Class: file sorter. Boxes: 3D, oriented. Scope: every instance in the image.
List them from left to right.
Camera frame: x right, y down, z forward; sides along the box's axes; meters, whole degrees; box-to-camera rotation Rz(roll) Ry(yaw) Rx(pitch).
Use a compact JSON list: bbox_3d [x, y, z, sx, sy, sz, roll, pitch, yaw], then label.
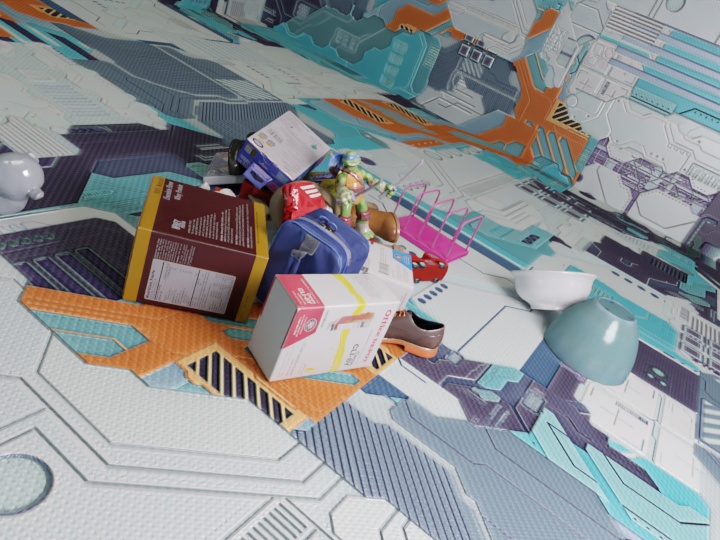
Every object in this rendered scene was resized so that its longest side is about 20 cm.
[{"bbox_3d":[0.199,-0.132,1.534,0.200,0.126,0.139,36,30,23],"label":"file sorter"}]

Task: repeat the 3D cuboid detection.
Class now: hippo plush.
[{"bbox_3d":[-0.599,-0.170,0.922,0.161,0.200,0.160,1,55,-51],"label":"hippo plush"}]

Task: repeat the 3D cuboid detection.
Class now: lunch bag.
[{"bbox_3d":[-0.085,-0.006,0.997,0.136,0.200,0.132,35,30,12],"label":"lunch bag"}]

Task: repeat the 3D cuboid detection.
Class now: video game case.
[{"bbox_3d":[-0.268,-0.257,1.423,0.199,0.023,0.182,-4,30,-1],"label":"video game case"}]

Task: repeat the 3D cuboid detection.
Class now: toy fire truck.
[{"bbox_3d":[-0.225,-0.146,1.293,0.200,0.049,0.141,18,29,-15],"label":"toy fire truck"},{"bbox_3d":[0.093,-0.028,1.347,0.200,0.049,0.141,-1,34,-41],"label":"toy fire truck"}]

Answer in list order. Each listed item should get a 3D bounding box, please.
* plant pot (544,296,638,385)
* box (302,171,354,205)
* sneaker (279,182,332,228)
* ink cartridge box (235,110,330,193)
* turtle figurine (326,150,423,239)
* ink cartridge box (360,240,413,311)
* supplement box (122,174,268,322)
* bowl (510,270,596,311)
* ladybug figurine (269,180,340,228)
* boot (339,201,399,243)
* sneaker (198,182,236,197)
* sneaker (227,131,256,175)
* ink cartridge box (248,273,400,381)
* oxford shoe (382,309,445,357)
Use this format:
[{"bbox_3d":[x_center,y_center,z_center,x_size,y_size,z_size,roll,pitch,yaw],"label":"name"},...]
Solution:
[{"bbox_3d":[0.534,0.138,1.298,0.200,0.135,0.200,18,28,-10],"label":"plant pot"},{"bbox_3d":[-0.106,-0.195,1.394,0.199,0.070,0.064,0,26,6],"label":"box"},{"bbox_3d":[-0.146,-0.102,1.157,0.078,0.116,0.200,-5,38,41],"label":"sneaker"},{"bbox_3d":[-0.179,-0.255,1.303,0.136,0.076,0.200,42,45,-3],"label":"ink cartridge box"},{"bbox_3d":[0.012,-0.143,1.229,0.199,0.194,0.144,12,33,10],"label":"turtle figurine"},{"bbox_3d":[0.000,0.000,1.180,0.200,0.086,0.147,18,27,-7],"label":"ink cartridge box"},{"bbox_3d":[-0.273,-0.039,0.982,0.200,0.133,0.197,14,28,-20],"label":"supplement box"},{"bbox_3d":[0.464,0.051,1.408,0.200,0.091,0.201,4,-4,0],"label":"bowl"},{"bbox_3d":[-0.124,-0.126,1.271,0.072,0.136,0.200,17,-2,41],"label":"ladybug figurine"},{"bbox_3d":[-0.006,-0.118,1.408,0.154,0.074,0.200,-1,23,-28],"label":"boot"},{"bbox_3d":[-0.260,-0.109,1.149,0.200,0.075,0.100,31,72,13],"label":"sneaker"},{"bbox_3d":[-0.245,-0.275,1.365,0.091,0.076,0.200,11,34,11],"label":"sneaker"},{"bbox_3d":[-0.054,0.085,0.916,0.200,0.145,0.083,-1,36,-40],"label":"ink cartridge box"},{"bbox_3d":[0.058,0.093,1.071,0.200,0.073,0.071,18,28,-10],"label":"oxford shoe"}]
